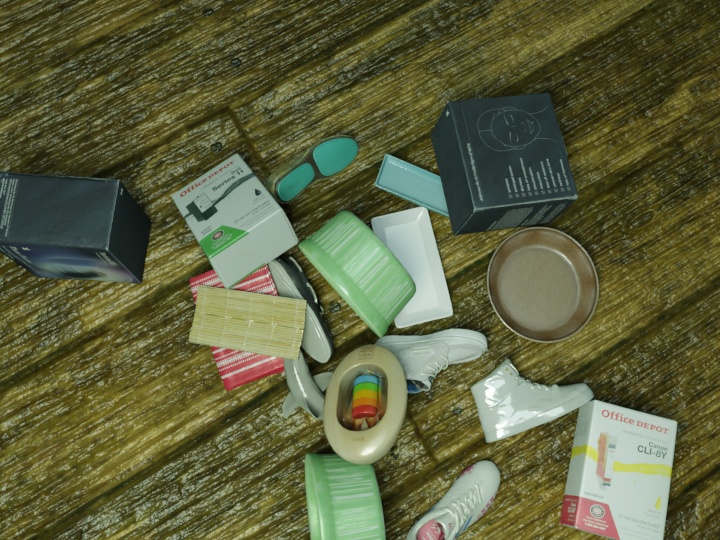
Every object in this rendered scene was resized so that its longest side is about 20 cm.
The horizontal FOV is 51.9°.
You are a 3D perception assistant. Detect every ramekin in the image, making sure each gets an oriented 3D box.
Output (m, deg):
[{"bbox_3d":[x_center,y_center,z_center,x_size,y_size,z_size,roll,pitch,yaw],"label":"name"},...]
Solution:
[{"bbox_3d":[-0.025,0.375,1.120,0.095,0.200,0.206,-5,75,-10],"label":"ramekin"},{"bbox_3d":[0.000,0.000,1.199,0.098,0.200,0.200,-42,79,-4],"label":"ramekin"}]

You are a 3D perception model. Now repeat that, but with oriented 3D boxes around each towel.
[{"bbox_3d":[-0.195,0.086,1.250,0.141,0.022,0.205,-20,88,5],"label":"towel"}]

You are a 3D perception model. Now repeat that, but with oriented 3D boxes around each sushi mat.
[{"bbox_3d":[-0.184,0.084,1.212,0.194,0.012,0.098,8,77,12],"label":"sushi mat"}]

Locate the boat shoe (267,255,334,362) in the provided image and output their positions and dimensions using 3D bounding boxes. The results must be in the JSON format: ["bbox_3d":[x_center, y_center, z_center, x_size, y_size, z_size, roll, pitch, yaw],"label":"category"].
[{"bbox_3d":[-0.096,0.061,1.264,0.060,0.074,0.202,-21,69,-44],"label":"boat shoe"}]

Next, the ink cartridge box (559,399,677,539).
[{"bbox_3d":[0.416,0.326,1.192,0.141,0.084,0.205,14,75,3],"label":"ink cartridge box"}]

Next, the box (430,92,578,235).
[{"bbox_3d":[0.245,-0.185,1.288,0.191,0.124,0.206,-7,73,-14],"label":"box"}]

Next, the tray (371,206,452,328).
[{"bbox_3d":[0.090,-0.006,1.307,0.104,0.022,0.206,-12,76,-5],"label":"tray"}]

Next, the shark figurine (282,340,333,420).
[{"bbox_3d":[-0.049,0.223,1.205,0.210,0.090,0.131,27,99,-7],"label":"shark figurine"}]

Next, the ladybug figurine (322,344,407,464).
[{"bbox_3d":[0.012,0.205,1.127,0.132,0.073,0.204,-6,48,18],"label":"ladybug figurine"}]

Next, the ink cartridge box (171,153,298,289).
[{"bbox_3d":[-0.215,-0.088,1.247,0.145,0.084,0.200,-34,47,-9],"label":"ink cartridge box"}]

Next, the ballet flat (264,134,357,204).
[{"bbox_3d":[-0.092,-0.186,1.328,0.199,0.071,0.071,-38,78,-26],"label":"ballet flat"}]

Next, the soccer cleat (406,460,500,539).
[{"bbox_3d":[0.153,0.384,1.172,0.199,0.087,0.070,-43,79,-11],"label":"soccer cleat"}]

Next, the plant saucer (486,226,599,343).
[{"bbox_3d":[0.315,0.027,1.294,0.194,0.037,0.207,0,75,-1],"label":"plant saucer"}]

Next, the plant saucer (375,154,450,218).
[{"bbox_3d":[0.123,-0.140,1.328,0.195,0.019,0.071,23,64,-4],"label":"plant saucer"}]

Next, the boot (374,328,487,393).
[{"bbox_3d":[0.117,0.158,1.224,0.194,0.075,0.097,-6,46,6],"label":"boot"}]

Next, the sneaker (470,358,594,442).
[{"bbox_3d":[0.282,0.196,1.231,0.195,0.074,0.118,-19,79,-4],"label":"sneaker"}]

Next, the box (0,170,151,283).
[{"bbox_3d":[-0.471,-0.064,1.222,0.192,0.200,0.127,3,74,0],"label":"box"}]
